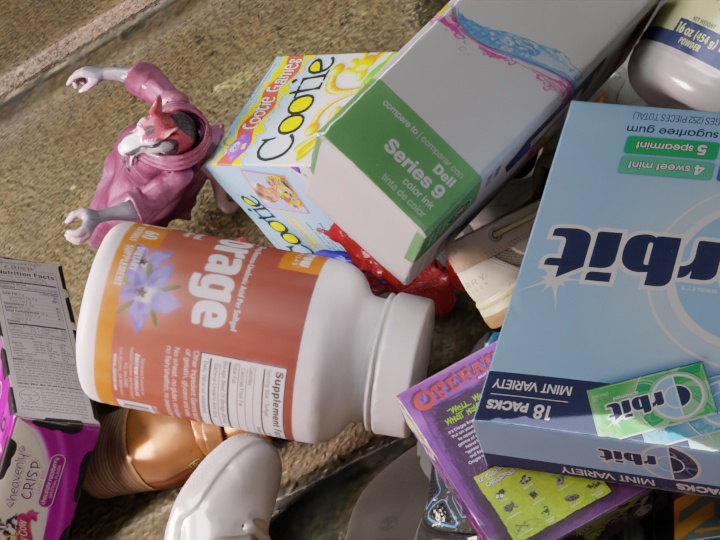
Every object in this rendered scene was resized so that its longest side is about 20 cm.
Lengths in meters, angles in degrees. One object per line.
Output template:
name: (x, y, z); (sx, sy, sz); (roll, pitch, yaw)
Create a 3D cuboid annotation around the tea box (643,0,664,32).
tea box: (0.228, -0.274, 1.300); (0.199, 0.134, 0.197); (-13, 42, 12)

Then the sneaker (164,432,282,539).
sneaker: (-0.077, 0.192, 1.193); (0.088, 0.075, 0.200); (8, 63, 34)

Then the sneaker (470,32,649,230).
sneaker: (0.128, -0.091, 1.270); (0.076, 0.092, 0.200); (4, 53, 47)

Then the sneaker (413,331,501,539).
sneaker: (0.064, 0.122, 1.041); (0.082, 0.073, 0.200); (113, 159, -46)

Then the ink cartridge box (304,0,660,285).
ink cartridge box: (0.068, -0.100, 1.153); (0.200, 0.087, 0.145); (-47, -5, -11)

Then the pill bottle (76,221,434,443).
pill bottle: (-0.061, 0.041, 1.230); (0.199, 0.112, 0.112); (10, 51, 8)

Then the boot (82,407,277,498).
boot: (-0.109, 0.050, 1.358); (0.155, 0.077, 0.200); (-20, 42, 31)

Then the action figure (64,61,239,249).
action figure: (-0.134, -0.070, 1.420); (0.200, 0.148, 0.135); (141, 133, -72)

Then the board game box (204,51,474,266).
board game box: (0.013, -0.074, 1.354); (0.200, 0.105, 0.103); (4, 54, 46)

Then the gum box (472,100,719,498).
gum box: (0.162, 0.011, 0.990); (0.169, 0.045, 0.200); (7, 56, 21)

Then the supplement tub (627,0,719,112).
supplement tub: (0.256, -0.154, 1.135); (0.200, 0.145, 0.145); (-57, 35, 1)

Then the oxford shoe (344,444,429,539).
oxford shoe: (0.034, 0.154, 1.121); (0.071, 0.071, 0.200); (-6, 32, 39)

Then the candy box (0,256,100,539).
candy box: (-0.233, 0.099, 1.385); (0.200, 0.061, 0.137); (-115, 39, -56)

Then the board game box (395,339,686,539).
board game box: (0.131, 0.060, 1.006); (0.200, 0.032, 0.120); (-28, 54, -6)

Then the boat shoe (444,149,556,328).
boat shoe: (0.132, -0.046, 1.199); (0.200, 0.065, 0.072); (-38, 4, -24)

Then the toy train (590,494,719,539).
toy train: (0.163, 0.106, 1.033); (0.114, 0.085, 0.200); (-13, 42, 21)

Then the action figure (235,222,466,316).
action figure: (0.000, 0.000, 1.317); (0.200, 0.065, 0.052); (5, 65, 44)
